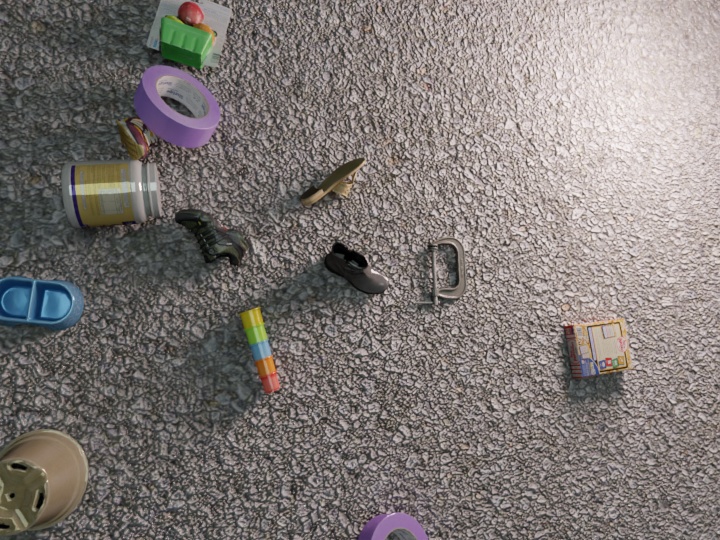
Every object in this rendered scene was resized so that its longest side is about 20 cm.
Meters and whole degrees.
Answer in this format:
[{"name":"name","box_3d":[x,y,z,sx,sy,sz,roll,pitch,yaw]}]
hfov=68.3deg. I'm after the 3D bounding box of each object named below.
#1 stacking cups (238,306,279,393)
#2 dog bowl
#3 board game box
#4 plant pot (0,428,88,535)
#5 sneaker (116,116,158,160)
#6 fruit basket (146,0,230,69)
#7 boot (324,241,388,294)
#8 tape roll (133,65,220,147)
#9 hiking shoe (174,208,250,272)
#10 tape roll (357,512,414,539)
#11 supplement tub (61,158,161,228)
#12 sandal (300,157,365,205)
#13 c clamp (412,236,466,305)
[{"name":"stacking cups","box_3d":[-0.248,0.198,1.314,0.058,0.060,0.208,-15,90,-18]},{"name":"dog bowl","box_3d":[-0.729,0.070,1.186,0.192,0.049,0.116,7,78,-16]},{"name":"board game box","box_3d":[0.721,0.233,1.604,0.192,0.046,0.158,-4,81,-18]},{"name":"plant pot","box_3d":[-0.674,0.437,1.069,0.192,0.183,0.210,3,80,-16]},{"name":"sneaker","box_3d":[-0.515,-0.322,1.253,0.088,0.200,0.077,-19,128,-25]},{"name":"fruit basket","box_3d":[-0.444,-0.633,1.389,0.178,0.094,0.207,12,62,-15]},{"name":"boot","box_3d":[0.000,0.000,1.378,0.194,0.131,0.072,21,74,-12]},{"name":"tape roll","box_3d":[-0.443,-0.399,1.292,0.196,0.066,0.205,29,39,-26]},{"name":"hiking shoe","box_3d":[-0.373,-0.075,1.306,0.195,0.076,0.104,26,71,-12]},{"name":"tape roll","box_3d":[0.081,0.699,1.277,0.194,0.065,0.208,17,59,-30]},{"name":"supplement tub","box_3d":[-0.569,-0.180,1.228,0.192,0.145,0.152,-6,82,-17]},{"name":"sandal","box_3d":[-0.065,-0.222,1.444,0.208,0.077,0.071,-35,122,-12]},{"name":"c clamp","box_3d":[0.230,0.001,1.504,0.164,0.027,0.209,7,79,-16]}]
